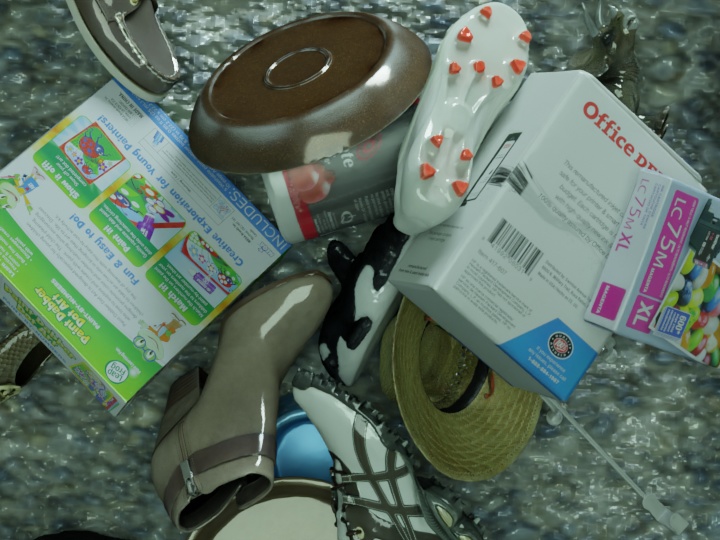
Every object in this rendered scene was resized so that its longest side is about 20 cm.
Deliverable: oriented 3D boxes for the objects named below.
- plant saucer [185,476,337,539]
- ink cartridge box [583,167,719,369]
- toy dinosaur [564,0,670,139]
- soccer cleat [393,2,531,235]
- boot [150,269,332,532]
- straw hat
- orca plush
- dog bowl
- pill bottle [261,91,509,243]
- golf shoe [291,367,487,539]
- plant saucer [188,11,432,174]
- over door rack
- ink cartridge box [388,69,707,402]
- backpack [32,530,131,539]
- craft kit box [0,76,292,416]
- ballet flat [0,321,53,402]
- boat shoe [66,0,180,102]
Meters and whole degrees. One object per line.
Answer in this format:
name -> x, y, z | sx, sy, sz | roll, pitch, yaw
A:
plant saucer -> -0.051, 0.261, 1.505 | 0.199, 0.029, 0.201 | 0, 92, 1
ink cartridge box -> 0.262, 0.009, 1.430 | 0.199, 0.042, 0.120 | 18, 94, -42
toy dinosaur -> 0.183, -0.110, 1.526 | 0.102, 0.077, 0.201 | 31, 98, 11
soccer cleat -> 0.068, -0.116, 1.416 | 0.069, 0.078, 0.201 | 30, 59, -11
boot -> -0.086, 0.108, 1.480 | 0.070, 0.147, 0.200 | 31, 119, -33
straw hat -> 0.062, 0.066, 1.512 | 0.085, 0.200, 0.202 | -3, 93, 43
orca plush -> 0.000, 0.000, 1.495 | 0.071, 0.200, 0.105 | 31, 49, 8
dog bowl -> -0.026, 0.196, 1.541 | 0.111, 0.050, 0.201 | -19, 91, 2
pill bottle -> 0.020, -0.100, 1.500 | 0.199, 0.111, 0.111 | -17, 92, 1
golf shoe -> 0.004, 0.164, 1.445 | 0.094, 0.078, 0.200 | -43, 99, -6
plant saucer -> -0.044, -0.144, 1.461 | 0.199, 0.200, 0.032 | -22, 124, 2
over door rack -> 0.226, 0.090, 1.525 | 0.200, 0.067, 0.148 | 44, 85, -14
ink cartridge box -> 0.141, -0.028, 1.423 | 0.146, 0.084, 0.200 | 40, 78, -21
backpack -> -0.244, 0.314, 1.508 | 0.126, 0.167, 0.201 | 13, 96, 20
craft kit box -> -0.189, -0.024, 1.493 | 0.200, 0.049, 0.197 | 46, 59, 1
ballet flat -> -0.238, 0.048, 1.533 | 0.200, 0.067, 0.046 | -42, 84, -4
boat shoe -> -0.198, -0.229, 1.513 | 0.059, 0.072, 0.201 | -32, 86, 26
